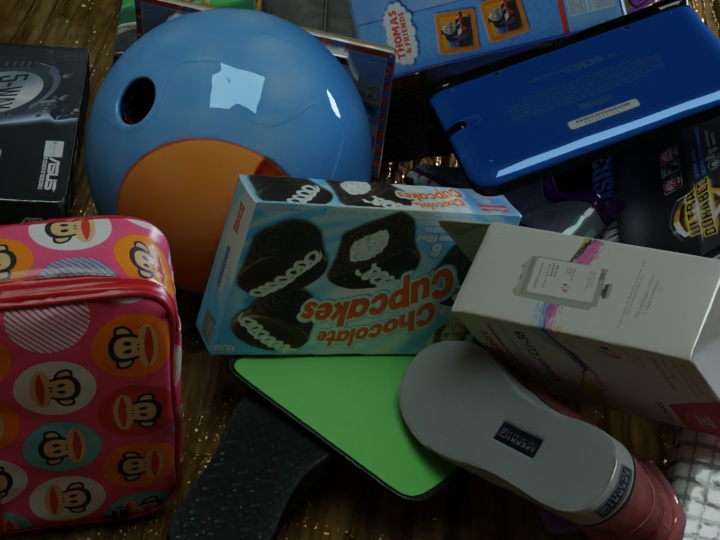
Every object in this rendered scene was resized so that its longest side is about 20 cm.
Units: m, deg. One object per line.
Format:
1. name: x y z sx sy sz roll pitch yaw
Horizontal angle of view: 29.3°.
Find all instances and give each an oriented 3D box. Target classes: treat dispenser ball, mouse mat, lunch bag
1. treat dispenser ball: -0.091 -0.081 0.962 0.200 0.201 0.201 5 42 -5
2. mouse mat: 0.027 0.076 0.923 0.161 0.008 0.200 34 32 24
3. lunch bag: -0.192 0.064 0.788 0.175 0.201 0.082 -5 42 -12

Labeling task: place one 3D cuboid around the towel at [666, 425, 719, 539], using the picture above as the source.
1. towel: 0.282 0.155 0.847 0.199 0.086 0.166 13 61 10

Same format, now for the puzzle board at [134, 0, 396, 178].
1. puzzle board: -0.077 -0.138 1.069 0.199 0.151 0.017 13 57 3

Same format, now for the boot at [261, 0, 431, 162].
1. boot: -0.006 -0.182 1.199 0.181 0.073 0.200 10 35 -3

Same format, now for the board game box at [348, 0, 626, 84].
1. board game box: 0.085 -0.235 1.023 0.199 0.152 0.037 -11 7 15

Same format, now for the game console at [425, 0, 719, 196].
1. game console: 0.156 -0.105 0.989 0.199 0.119 0.171 -20 45 -2

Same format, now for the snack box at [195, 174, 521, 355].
1. snack box: 0.000 0.000 0.911 0.199 0.117 0.037 1 33 -30

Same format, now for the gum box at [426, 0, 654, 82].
1. gum box: 0.126 -0.214 1.077 0.114 0.200 0.066 56 17 -8

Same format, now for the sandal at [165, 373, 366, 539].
1. sandal: -0.061 0.128 0.848 0.075 0.048 0.200 25 36 13

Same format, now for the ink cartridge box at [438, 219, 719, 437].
1. ink cartridge box: 0.139 0.033 0.842 0.199 0.116 0.068 12 68 38

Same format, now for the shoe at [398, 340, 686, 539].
1. shoe: 0.108 0.112 0.844 0.072 0.091 0.200 -55 38 -6

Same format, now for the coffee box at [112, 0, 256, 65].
1. coffee box: -0.154 -0.229 1.229 0.122 0.044 0.201 5 43 -6

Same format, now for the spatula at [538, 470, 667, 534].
1. spatula: 0.210 0.136 0.918 0.199 0.021 0.057 -4 54 -17

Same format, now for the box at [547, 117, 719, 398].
1. box: 0.201 -0.031 0.980 0.050 0.198 0.200 44 32 -26

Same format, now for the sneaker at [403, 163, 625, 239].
1. sneaker: 0.112 -0.048 1.020 0.087 0.075 0.200 -42 37 -8

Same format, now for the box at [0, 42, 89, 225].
1. box: -0.298 -0.104 1.066 0.159 0.044 0.201 4 42 -6
